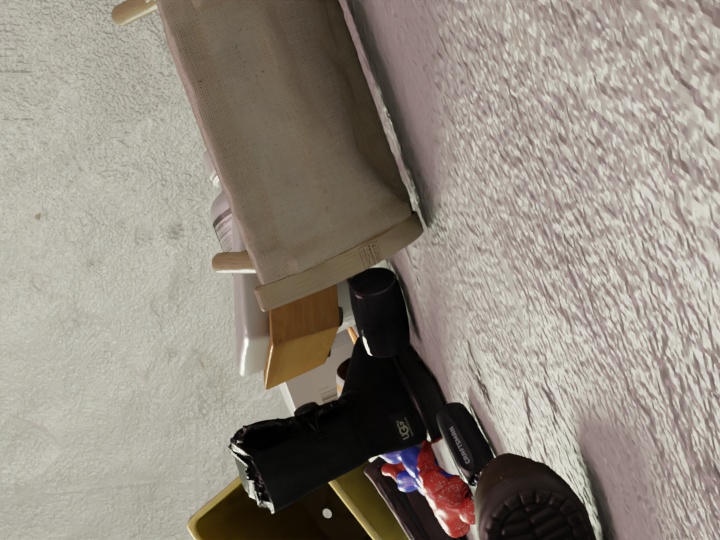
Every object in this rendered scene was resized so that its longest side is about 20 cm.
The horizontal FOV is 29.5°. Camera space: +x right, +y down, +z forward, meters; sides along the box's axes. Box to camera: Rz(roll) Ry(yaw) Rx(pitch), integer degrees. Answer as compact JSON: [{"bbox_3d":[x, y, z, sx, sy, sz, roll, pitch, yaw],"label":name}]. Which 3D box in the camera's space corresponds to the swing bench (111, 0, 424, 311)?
[{"bbox_3d":[-0.055,-0.099,0.858,0.200,0.129,0.200,-159,48,-74],"label":"swing bench"}]

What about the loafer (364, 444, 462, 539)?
[{"bbox_3d":[0.064,0.256,1.254,0.072,0.063,0.201,127,121,-83],"label":"loafer"}]

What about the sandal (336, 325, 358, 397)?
[{"bbox_3d":[0.014,0.154,1.360,0.079,0.059,0.208,-146,36,-78],"label":"sandal"}]

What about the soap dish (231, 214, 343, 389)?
[{"bbox_3d":[-0.065,-0.015,1.137,0.157,0.081,0.201,110,157,-71],"label":"soap dish"}]

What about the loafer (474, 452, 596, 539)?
[{"bbox_3d":[0.104,0.176,0.715,0.071,0.073,0.201,-101,-2,-65],"label":"loafer"}]

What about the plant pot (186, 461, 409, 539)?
[{"bbox_3d":[-0.050,0.302,1.673,0.194,0.195,0.200,51,-159,7],"label":"plant pot"}]

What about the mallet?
[{"bbox_3d":[0.000,0.000,1.116,0.200,0.041,0.066,-115,10,-63],"label":"mallet"}]

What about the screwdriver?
[{"bbox_3d":[0.091,0.167,0.883,0.028,0.029,0.201,76,175,-50],"label":"screwdriver"}]

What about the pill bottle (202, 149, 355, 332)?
[{"bbox_3d":[-0.075,-0.031,1.284,0.111,0.110,0.201,105,144,-79],"label":"pill bottle"}]

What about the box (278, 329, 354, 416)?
[{"bbox_3d":[-0.043,0.117,1.539,0.200,0.097,0.125,-133,22,-71],"label":"box"}]

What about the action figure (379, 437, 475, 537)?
[{"bbox_3d":[0.057,0.166,1.103,0.066,0.052,0.200,65,170,-16],"label":"action figure"}]

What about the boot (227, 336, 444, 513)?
[{"bbox_3d":[-0.029,0.117,1.123,0.200,0.167,0.077,-130,20,-72],"label":"boot"}]
